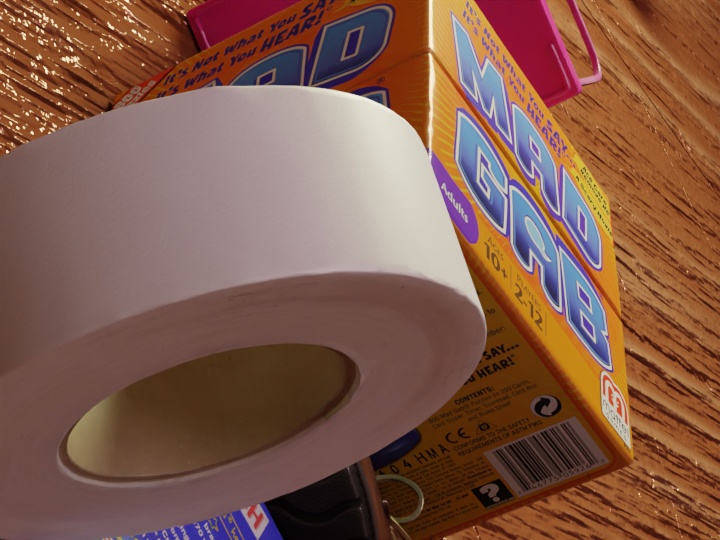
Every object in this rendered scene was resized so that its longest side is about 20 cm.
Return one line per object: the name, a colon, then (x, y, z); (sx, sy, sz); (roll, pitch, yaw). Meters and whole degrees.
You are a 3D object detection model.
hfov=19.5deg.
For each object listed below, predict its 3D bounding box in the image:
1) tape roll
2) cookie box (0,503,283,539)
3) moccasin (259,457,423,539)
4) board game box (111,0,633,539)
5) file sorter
tape roll: (-0.060, 0.021, 0.715); (0.202, 0.201, 0.071); (26, 40, -58)
cookie box: (-0.110, 0.122, 0.852); (0.172, 0.075, 0.200); (63, 23, -6)
moccasin: (-0.009, 0.137, 0.995); (0.078, 0.073, 0.203); (-72, 154, -47)
board game box: (0.000, 0.000, 1.055); (0.200, 0.199, 0.201); (51, 27, -34)
file sorter: (0.028, -0.133, 1.253); (0.140, 0.199, 0.125); (67, 20, 0)
